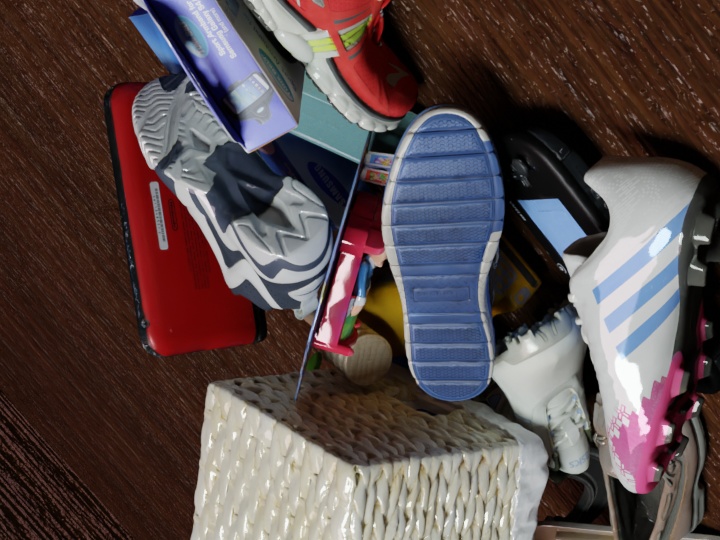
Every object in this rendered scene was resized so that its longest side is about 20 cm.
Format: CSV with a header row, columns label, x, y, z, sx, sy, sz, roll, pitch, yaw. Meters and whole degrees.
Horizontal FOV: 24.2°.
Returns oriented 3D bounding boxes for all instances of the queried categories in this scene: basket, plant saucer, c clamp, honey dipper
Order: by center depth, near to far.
label,x,y,z,sx,sy,sz,roll,pitch,yaw
plant saucer,-0.022,-0.103,1.115,0.199,0.019,0.070,24,155,14
basket,-0.003,0.180,1.140,0.198,0.160,0.202,23,109,51
honey dipper,-0.035,0.034,1.226,0.038,0.038,0.200,57,169,-27
c clamp,0.092,0.176,1.277,0.198,0.027,0.172,4,132,-6

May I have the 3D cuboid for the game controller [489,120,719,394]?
label,x,y,z,sx,sy,sz,roll,pitch,yaw
game controller,0.144,-0.006,1.006,0.200,0.042,0.104,51,159,-12

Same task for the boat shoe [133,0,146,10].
label,x,y,z,sx,sy,sz,roll,pitch,yaw
boat shoe,-0.149,-0.256,1.083,0.066,0.070,0.201,49,164,29

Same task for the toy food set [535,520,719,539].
label,x,y,z,sx,sy,sz,roll,pitch,yaw
toy food set,0.214,0.259,1.261,0.199,0.061,0.144,1,137,31

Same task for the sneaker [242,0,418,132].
label,x,y,z,sx,sy,sz,roll,pitch,yaw
sneaker,-0.005,-0.152,0.980,0.200,0.085,0.077,42,-162,-53

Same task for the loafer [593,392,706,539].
label,x,y,z,sx,sy,sz,roll,pitch,yaw
loafer,0.192,0.132,1.137,0.072,0.063,0.201,30,154,36

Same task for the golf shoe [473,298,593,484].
label,x,y,z,sx,sy,sz,roll,pitch,yaw
golf shoe,0.132,0.085,1.127,0.098,0.078,0.200,57,172,17

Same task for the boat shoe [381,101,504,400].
label,x,y,z,sx,sy,sz,roll,pitch,yaw
boat shoe,0.050,-0.020,1.025,0.072,0.073,0.201,2,123,3

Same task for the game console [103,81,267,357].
label,x,y,z,sx,sy,sz,roll,pitch,yaw
game console,-0.147,-0.035,1.293,0.118,0.172,0.202,-12,87,41

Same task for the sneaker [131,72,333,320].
label,x,y,z,sx,sy,sz,roll,pitch,yaw
sneaker,-0.089,-0.042,1.192,0.199,0.079,0.130,39,155,26

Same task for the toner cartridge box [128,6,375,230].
label,x,y,z,sx,sy,sz,roll,pitch,yaw
toner cartridge box,-0.078,-0.120,1.222,0.201,0.043,0.095,54,159,-21

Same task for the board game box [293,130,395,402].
label,x,y,z,sx,sy,sz,roll,pitch,yaw
board game box,0.000,0.000,1.083,0.039,0.159,0.200,16,157,0

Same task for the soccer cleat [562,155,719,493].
label,x,y,z,sx,sy,sz,roll,pitch,yaw
soccer cleat,0.152,0.027,0.939,0.086,0.070,0.202,18,119,25

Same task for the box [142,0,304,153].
label,x,y,z,sx,sy,sz,roll,pitch,yaw
box,-0.077,-0.156,0.997,0.119,0.041,0.200,56,-165,-25

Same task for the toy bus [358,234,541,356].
label,x,y,z,sx,sy,sz,roll,pitch,yaw
toy bus,0.047,0.014,1.173,0.065,0.078,0.200,49,162,-10

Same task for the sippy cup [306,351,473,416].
label,x,y,z,sx,sy,sz,roll,pitch,yaw
sippy cup,0.048,0.115,1.309,0.131,0.176,0.140,112,142,-56
